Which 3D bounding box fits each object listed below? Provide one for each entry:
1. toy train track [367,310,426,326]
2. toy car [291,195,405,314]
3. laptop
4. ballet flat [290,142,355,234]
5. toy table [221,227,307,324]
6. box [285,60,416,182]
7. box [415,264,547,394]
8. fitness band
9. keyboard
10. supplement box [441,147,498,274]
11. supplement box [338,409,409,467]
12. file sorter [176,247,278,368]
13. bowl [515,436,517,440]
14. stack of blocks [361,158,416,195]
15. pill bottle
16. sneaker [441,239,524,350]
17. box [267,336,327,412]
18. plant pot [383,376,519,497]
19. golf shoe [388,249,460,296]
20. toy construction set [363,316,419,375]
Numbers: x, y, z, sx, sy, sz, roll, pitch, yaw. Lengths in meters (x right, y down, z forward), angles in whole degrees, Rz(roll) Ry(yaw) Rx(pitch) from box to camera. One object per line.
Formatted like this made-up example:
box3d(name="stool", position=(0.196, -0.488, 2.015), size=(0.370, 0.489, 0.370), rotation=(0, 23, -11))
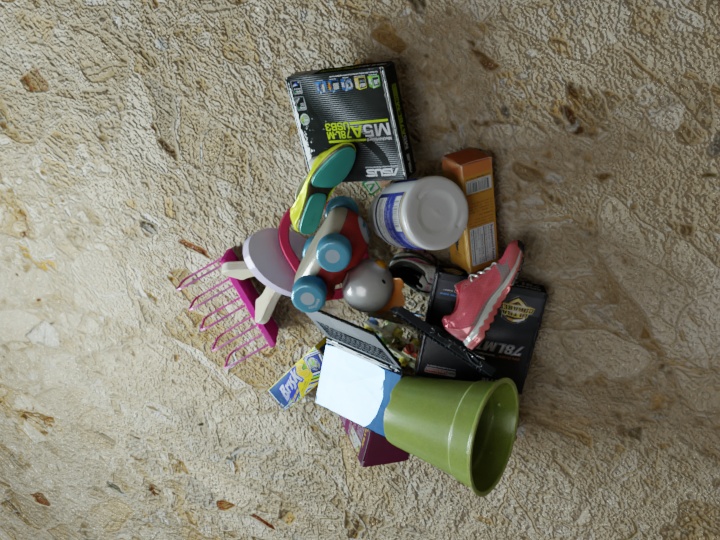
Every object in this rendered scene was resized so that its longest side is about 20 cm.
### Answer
box3d(name="toy train track", position=(0.113, 0.086, 1.675), size=(0.198, 0.033, 0.116), rotation=(11, 121, 7))
box3d(name="toy car", position=(0.000, 0.000, 1.614), size=(0.199, 0.185, 0.178), rotation=(27, 117, -11))
box3d(name="laptop", position=(-0.030, 0.177, 1.635), size=(0.186, 0.116, 0.200), rotation=(19, 158, 38))
box3d(name="ballet flat", position=(-0.073, -0.153, 1.576), size=(0.201, 0.066, 0.067), rotation=(-60, 44, 34))
box3d(name="toy table", position=(-0.166, 0.000, 1.787), size=(0.199, 0.185, 0.117), rotation=(30, 143, -29))
box3d(name="box", position=(-0.017, -0.246, 1.554), size=(0.198, 0.047, 0.195), rotation=(2, 115, 31))
box3d(name="box", position=(0.210, 0.106, 1.616), size=(0.198, 0.050, 0.201), rotation=(11, 108, -1))
box3d(name="fitness band", position=(-0.069, -0.042, 1.731), size=(0.143, 0.037, 0.201), rotation=(-33, 97, 0))
box3d(name="keyboard", position=(0.141, 0.120, 1.536), size=(0.199, 0.021, 0.127), rotation=(33, 172, -7))
box3d(name="supplement box", position=(0.188, -0.100, 1.563), size=(0.066, 0.068, 0.202), rotation=(39, 140, 56))
box3d(name="supplement box", position=(0.025, 0.260, 1.785), size=(0.201, 0.102, 0.132), rotation=(-119, 33, -47))
box3d(name="file sorter", position=(-0.272, 0.081, 1.878), size=(0.125, 0.139, 0.201), rotation=(-29, 101, 3))
box3d(name="bowl", position=(0.189, 0.279, 1.727), size=(0.199, 0.200, 0.095), rotation=(-8, 90, 34))
box3d(name="stack of blocks", position=(-0.009, -0.235, 1.624), size=(0.115, 0.059, 0.201), rotation=(-34, 95, 39))
box3d(name="pill bottle", position=(0.089, -0.096, 1.559), size=(0.121, 0.119, 0.200), rotation=(62, 164, -12))
box3d(name="sneaker", position=(0.204, 0.027, 1.527), size=(0.086, 0.074, 0.201), rotation=(29, 84, 5))
box3d(name="box", position=(-0.111, 0.215, 1.928), size=(0.064, 0.070, 0.200), rotation=(47, 129, 3))
box3d(name="plant pot", position=(0.146, 0.262, 1.573), size=(0.188, 0.200, 0.202), rotation=(11, 121, 30))
box3d(name="golf shoe", position=(0.142, 0.027, 1.657), size=(0.198, 0.092, 0.073), rotation=(23, 123, 17))
box3d(name="toy construction set", position=(0.094, 0.155, 1.738), size=(0.200, 0.092, 0.131), rotation=(46, 161, 19))
